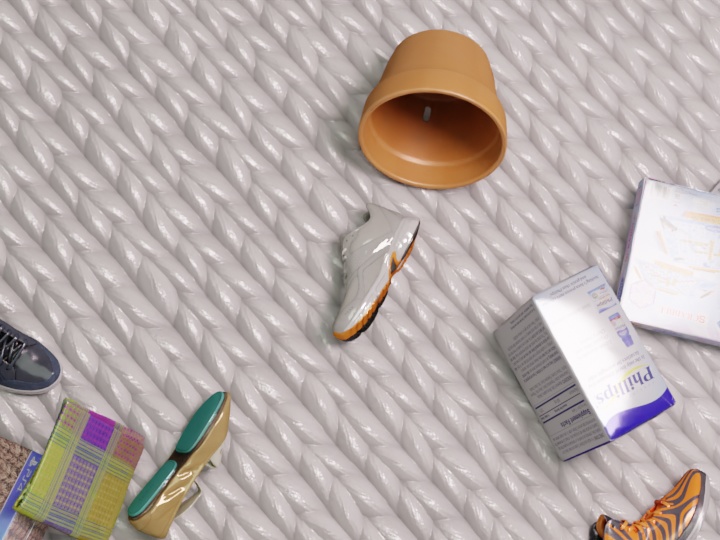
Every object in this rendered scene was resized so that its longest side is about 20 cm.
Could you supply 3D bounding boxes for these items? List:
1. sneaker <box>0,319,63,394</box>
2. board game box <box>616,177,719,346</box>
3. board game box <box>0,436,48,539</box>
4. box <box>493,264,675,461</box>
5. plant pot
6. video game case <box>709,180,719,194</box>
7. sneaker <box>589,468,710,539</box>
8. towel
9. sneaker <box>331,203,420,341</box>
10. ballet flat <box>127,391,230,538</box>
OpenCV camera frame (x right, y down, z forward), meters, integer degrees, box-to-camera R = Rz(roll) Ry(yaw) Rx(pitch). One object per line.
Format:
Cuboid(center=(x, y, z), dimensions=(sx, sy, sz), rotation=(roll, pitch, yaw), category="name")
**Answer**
Cuboid(center=(-0.461, 0.081, 1.507), dimensions=(0.201, 0.146, 0.077), rotation=(27, 71, -1), category="sneaker")
Cuboid(center=(0.461, -0.007, 1.691), dimensions=(0.198, 0.041, 0.202), rotation=(14, 82, 1), category="board game box")
Cuboid(center=(-0.469, 0.267, 1.450), dimensions=(0.198, 0.097, 0.161), rotation=(19, 72, 16), category="board game box")
Cuboid(center=(0.281, 0.122, 1.578), dimensions=(0.104, 0.184, 0.202), rotation=(-25, 80, -15), category="box")
Cuboid(center=(0.102, -0.226, 1.656), dimensions=(0.198, 0.201, 0.141), rotation=(11, 57, -5), category="plant pot")
Cuboid(center=(0.555, -0.028, 1.743), dimensions=(0.200, 0.023, 0.182), rotation=(44, 73, 4), category="video game case")
Cuboid(center=(0.368, 0.326, 1.588), dimensions=(0.111, 0.078, 0.201), rotation=(32, 73, 1), category="sneaker")
Cuboid(center=(-0.327, 0.242, 1.462), dimensions=(0.023, 0.200, 0.145), rotation=(14, 74, 24), category="towel")
Cuboid(center=(0.000, 0.000, 1.638), dimensions=(0.091, 0.076, 0.201), rotation=(26, 65, 8), category="sneaker")
Cuboid(center=(-0.213, 0.245, 1.547), dimensions=(0.063, 0.068, 0.201), rotation=(43, 74, -24), category="ballet flat")
